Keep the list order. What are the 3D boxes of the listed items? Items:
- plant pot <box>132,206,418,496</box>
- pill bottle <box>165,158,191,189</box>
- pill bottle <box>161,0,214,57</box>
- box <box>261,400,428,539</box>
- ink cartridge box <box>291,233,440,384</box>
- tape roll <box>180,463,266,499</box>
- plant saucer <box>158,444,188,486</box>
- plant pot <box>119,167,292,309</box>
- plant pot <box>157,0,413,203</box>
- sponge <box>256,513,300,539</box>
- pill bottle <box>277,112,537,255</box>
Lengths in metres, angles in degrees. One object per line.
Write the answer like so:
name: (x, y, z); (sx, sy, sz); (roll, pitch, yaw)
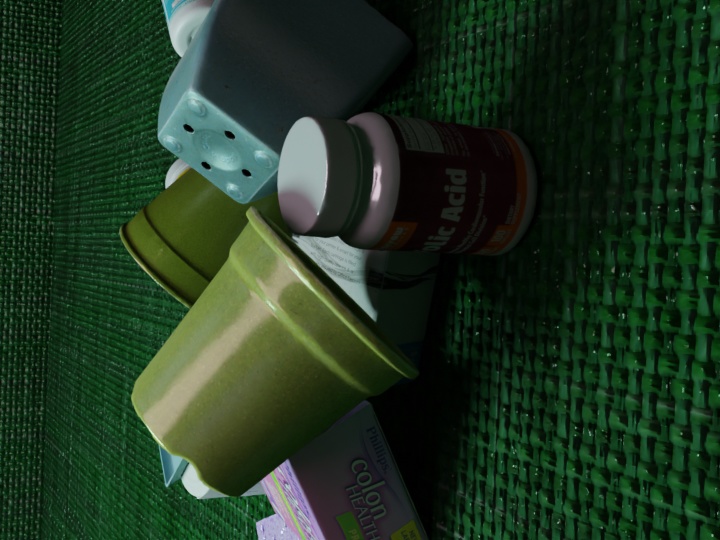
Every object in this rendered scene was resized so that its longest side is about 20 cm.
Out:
plant pot: (-0.084, 0.081, 0.812); (0.184, 0.200, 0.200); (-46, 36, 0)
pill bottle: (-0.208, -0.089, 1.368); (0.200, 0.114, 0.115); (50, 131, 52)
pill bottle: (-0.250, -0.420, 1.470); (0.111, 0.110, 0.200); (-56, 42, 44)
box: (-0.043, 0.198, 0.983); (0.200, 0.097, 0.176); (24, 139, 59)
ink cartridge box: (0.000, 0.000, 0.975); (0.144, 0.084, 0.201); (25, 111, 44)
tape roll: (-0.145, 0.178, 1.208); (0.203, 0.139, 0.204); (-10, 79, 61)
plant saucer: (-0.208, 0.185, 1.159); (0.200, 0.019, 0.070); (-58, 40, 44)
plant pot: (-0.154, -0.062, 1.169); (0.193, 0.200, 0.200); (-50, 38, 7)
plant pot: (-0.102, -0.189, 1.007); (0.196, 0.196, 0.200); (-35, 21, 56)
sponge: (-0.072, 0.345, 1.173); (0.200, 0.030, 0.112); (-41, 54, 54)
pill bottle: (0.039, -0.073, 0.812); (0.114, 0.199, 0.115); (-6, 83, 62)
